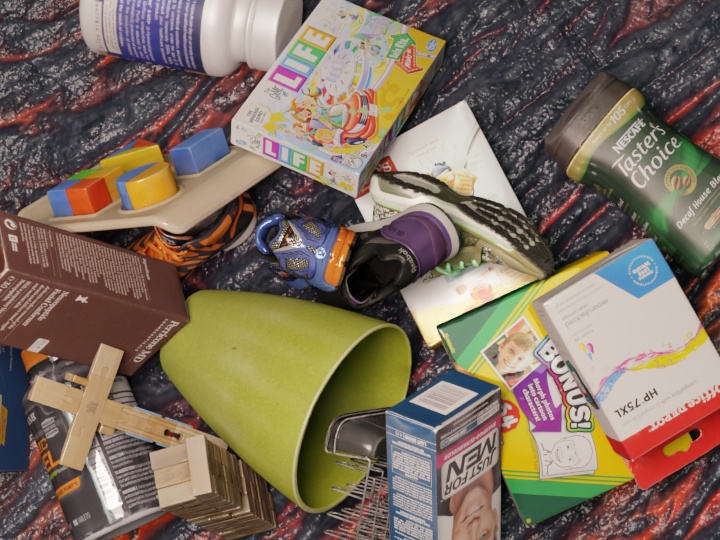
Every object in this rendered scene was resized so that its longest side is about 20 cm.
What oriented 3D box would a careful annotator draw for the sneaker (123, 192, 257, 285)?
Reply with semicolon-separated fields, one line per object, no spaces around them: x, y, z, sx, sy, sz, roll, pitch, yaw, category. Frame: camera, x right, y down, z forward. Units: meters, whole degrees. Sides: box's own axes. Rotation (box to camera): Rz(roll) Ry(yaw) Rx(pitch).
-0.197;-0.022;1.455;0.200;0.112;0.078;-40;79;3;sneaker

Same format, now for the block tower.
-0.134;0.203;1.374;0.057;0.200;0.054;-16;68;7;block tower

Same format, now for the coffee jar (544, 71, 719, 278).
0.273;-0.092;1.398;0.200;0.085;0.104;40;91;12;coffee jar

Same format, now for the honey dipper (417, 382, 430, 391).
0.152;0.091;1.424;0.199;0.038;0.038;-23;80;3;honey dipper

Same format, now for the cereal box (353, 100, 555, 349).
0.086;-0.044;1.447;0.143;0.040;0.201;-28;80;5;cereal box

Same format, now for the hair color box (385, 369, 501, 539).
0.077;0.203;1.340;0.060;0.100;0.201;17;120;37;hair color box

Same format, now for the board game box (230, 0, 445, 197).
-0.019;-0.172;1.430;0.134;0.034;0.200;23;54;11;board game box

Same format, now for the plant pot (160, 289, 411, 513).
-0.085;0.099;1.402;0.199;0.187;0.188;24;88;26;plant pot

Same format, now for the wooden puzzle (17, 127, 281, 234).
-0.200;-0.088;1.404;0.199;0.185;0.047;2;116;34;wooden puzzle

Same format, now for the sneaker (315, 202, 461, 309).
0.000;0.000;1.377;0.087;0.200;0.076;-39;95;-37;sneaker

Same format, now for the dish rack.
0.013;0.231;1.370;0.054;0.153;0.201;12;95;29;dish rack

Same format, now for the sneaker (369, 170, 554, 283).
0.089;-0.025;1.392;0.199;0.077;0.089;27;115;26;sneaker

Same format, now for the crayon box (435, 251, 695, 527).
0.188;0.108;1.379;0.172;0.058;0.201;-24;91;1;crayon box

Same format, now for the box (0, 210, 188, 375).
-0.267;0.025;1.356;0.100;0.199;0.075;-42;50;30;box

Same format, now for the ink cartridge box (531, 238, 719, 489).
0.252;0.086;1.318;0.116;0.067;0.201;-31;91;-3;ink cartridge box

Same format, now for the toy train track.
-0.217;0.139;1.393;0.199;0.032;0.115;23;81;-26;toy train track

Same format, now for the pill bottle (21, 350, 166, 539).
-0.262;0.157;1.449;0.106;0.106;0.201;-25;79;6;pill bottle

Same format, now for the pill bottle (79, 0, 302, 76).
-0.165;-0.256;1.474;0.199;0.120;0.121;12;86;11;pill bottle

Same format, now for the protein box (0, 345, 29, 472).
-0.418;0.097;1.434;0.134;0.200;0.200;-2;83;10;protein box

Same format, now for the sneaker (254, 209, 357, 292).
-0.063;-0.027;1.395;0.078;0.200;0.076;24;82;-14;sneaker
